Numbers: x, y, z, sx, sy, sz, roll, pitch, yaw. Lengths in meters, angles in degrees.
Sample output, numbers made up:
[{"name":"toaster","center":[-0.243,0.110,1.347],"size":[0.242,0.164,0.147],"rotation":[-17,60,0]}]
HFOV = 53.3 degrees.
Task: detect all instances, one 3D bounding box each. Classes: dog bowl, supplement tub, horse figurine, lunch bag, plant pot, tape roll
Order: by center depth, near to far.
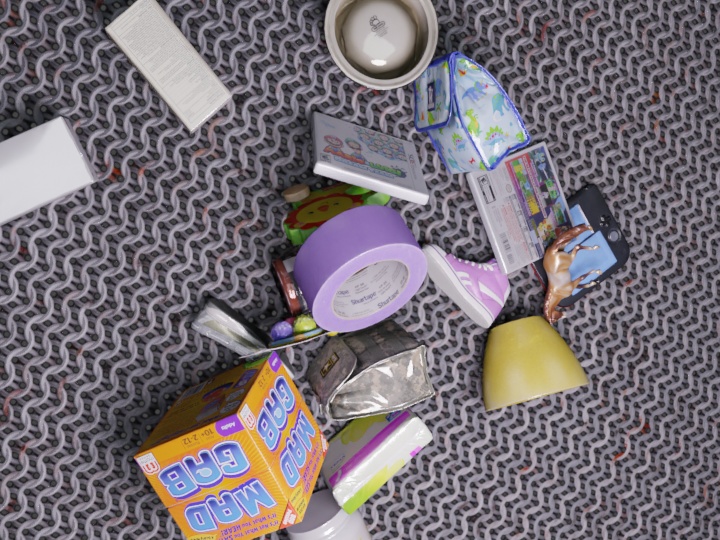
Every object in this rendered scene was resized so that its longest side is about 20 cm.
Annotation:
[{"name":"tape roll","center":[0.000,0.000,1.120],"size":[0.197,0.086,0.202],"rotation":[-21,145,-15]},{"name":"dog bowl","center":[0.031,-0.405,1.230],"size":[0.196,0.074,0.204],"rotation":[0,93,-8]},{"name":"lunch bag","center":[0.175,-0.276,1.245],"size":[0.127,0.170,0.202],"rotation":[-35,105,-12]},{"name":"supplement tub","center":[-0.050,-0.003,1.252],"size":[0.197,0.107,0.109],"rotation":[-23,102,-11]},{"name":"lunch bag","center":[0.004,0.178,1.260],"size":[0.197,0.164,0.120],"rotation":[-19,107,-12]},{"name":"supplement tub","center":[-0.043,0.518,1.300],"size":[0.143,0.145,0.203],"rotation":[-25,103,-10]},{"name":"plant pot","center":[0.310,0.168,1.345],"size":[0.196,0.200,0.144],"rotation":[-11,75,-13]},{"name":"horse figurine","center":[0.392,-0.003,1.354],"size":[0.131,0.050,0.202],"rotation":[-23,126,-9]}]

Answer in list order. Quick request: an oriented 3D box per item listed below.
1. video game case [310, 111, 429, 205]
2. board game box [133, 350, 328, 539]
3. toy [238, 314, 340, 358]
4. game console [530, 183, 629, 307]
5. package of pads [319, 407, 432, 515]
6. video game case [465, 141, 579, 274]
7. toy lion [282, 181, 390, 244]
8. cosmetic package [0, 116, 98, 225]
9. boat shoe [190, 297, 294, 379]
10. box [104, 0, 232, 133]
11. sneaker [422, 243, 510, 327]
[{"name":"video game case","center":[0.012,-0.193,1.214],"size":[0.197,0.183,0.024],"rotation":[14,126,-16]},{"name":"board game box","center":[-0.199,0.293,1.165],"size":[0.197,0.200,0.202],"rotation":[-24,104,18]},{"name":"toy","center":[-0.100,0.099,1.205],"size":[0.198,0.114,0.048],"rotation":[-8,82,-50]},{"name":"game console","center":[0.425,-0.045,1.415],"size":[0.199,0.031,0.178],"rotation":[-35,105,-9]},{"name":"package of pads","center":[0.017,0.318,1.287],"size":[0.199,0.154,0.069],"rotation":[-40,108,-8]},{"name":"video game case","center":[0.307,-0.119,1.353],"size":[0.180,0.023,0.203],"rotation":[-23,94,-19]},{"name":"toy lion","center":[-0.037,-0.105,1.193],"size":[0.197,0.192,0.070],"rotation":[-22,117,-11]},{"name":"cosmetic package","center":[-0.526,-0.149,1.119],"size":[0.197,0.081,0.114],"rotation":[-25,103,-12]},{"name":"boat shoe","center":[-0.200,0.132,1.249],"size":[0.201,0.074,0.065],"rotation":[40,95,-14]},{"name":"box","center":[-0.306,-0.329,1.155],"size":[0.095,0.078,0.201],"rotation":[-40,105,-7]},{"name":"sneaker","center":[0.202,-0.001,1.347],"size":[0.201,0.072,0.115],"rotation":[46,74,-19]}]
